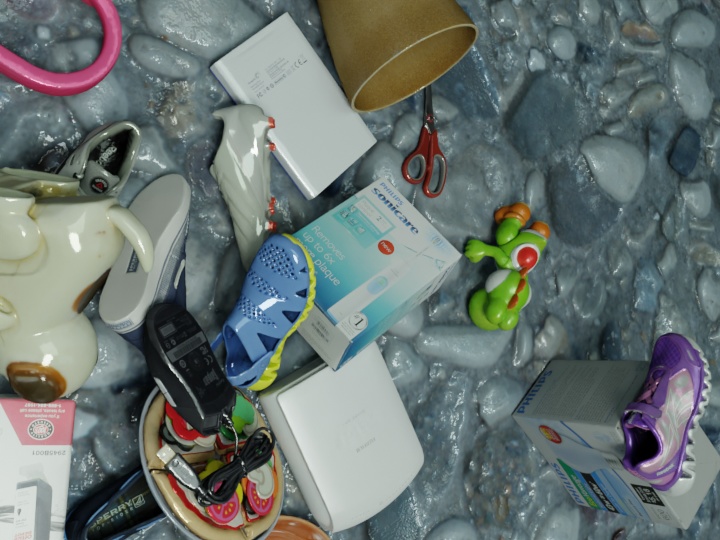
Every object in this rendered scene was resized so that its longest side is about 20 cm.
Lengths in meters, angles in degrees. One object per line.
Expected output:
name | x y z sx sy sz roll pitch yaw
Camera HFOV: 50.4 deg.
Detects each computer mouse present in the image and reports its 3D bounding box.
computer mouse | -0.175 0.137 0.756 0.201 0.046 0.140 57 28 -8

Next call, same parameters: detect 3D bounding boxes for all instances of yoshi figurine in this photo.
yoshi figurine | 0.204 0.007 1.101 0.112 0.112 0.201 78 28 -49

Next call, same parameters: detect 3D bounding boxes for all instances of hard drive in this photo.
hard drive | -0.081 -0.208 0.973 0.132 0.025 0.200 -45 107 -28

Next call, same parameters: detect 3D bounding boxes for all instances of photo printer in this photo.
photo printer | -0.016 0.203 0.935 0.166 0.069 0.201 -27 98 -31

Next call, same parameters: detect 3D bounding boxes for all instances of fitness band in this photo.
fitness band | -0.351 -0.274 0.807 0.199 0.037 0.144 32 69 -24

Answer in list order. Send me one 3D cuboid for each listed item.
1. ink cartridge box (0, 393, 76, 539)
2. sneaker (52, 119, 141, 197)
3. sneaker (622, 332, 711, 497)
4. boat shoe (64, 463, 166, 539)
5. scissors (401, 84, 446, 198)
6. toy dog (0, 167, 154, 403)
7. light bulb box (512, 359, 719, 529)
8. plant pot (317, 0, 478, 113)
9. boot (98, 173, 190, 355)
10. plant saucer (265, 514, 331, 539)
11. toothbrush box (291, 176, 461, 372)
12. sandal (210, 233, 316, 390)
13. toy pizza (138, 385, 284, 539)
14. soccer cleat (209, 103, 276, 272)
ink cartridge box | -0.355 0.218 0.715 0.145 0.085 0.201 7 82 -31
sneaker | -0.292 -0.078 0.790 0.074 0.088 0.201 33 70 -26
sneaker | 0.369 0.172 0.944 0.088 0.080 0.201 16 77 -20
boat shoe | -0.209 0.238 0.810 0.200 0.069 0.084 -36 101 -33
scissors | 0.103 -0.204 1.097 0.073 0.014 0.201 19 73 -26
toy dog | -0.291 0.019 0.715 0.193 0.140 0.201 8 106 -7
light bulb box | 0.361 0.239 1.090 0.125 0.200 0.199 -45 106 -26
plant pot | 0.023 -0.339 0.981 0.186 0.186 0.201 -24 83 -32
boot | -0.222 -0.005 0.844 0.091 0.072 0.201 64 32 -51
plant saucer | -0.106 0.384 0.879 0.199 0.032 0.202 4 83 -31
toothbrush box | 0.000 0.000 0.929 0.200 0.085 0.146 -34 75 -33
sandal | -0.112 0.054 0.832 0.087 0.079 0.201 -12 127 -57
toy pizza | -0.147 0.195 0.812 0.200 0.032 0.201 40 31 -30
soccer cleat | -0.140 -0.095 0.906 0.077 0.069 0.201 0 91 -2
